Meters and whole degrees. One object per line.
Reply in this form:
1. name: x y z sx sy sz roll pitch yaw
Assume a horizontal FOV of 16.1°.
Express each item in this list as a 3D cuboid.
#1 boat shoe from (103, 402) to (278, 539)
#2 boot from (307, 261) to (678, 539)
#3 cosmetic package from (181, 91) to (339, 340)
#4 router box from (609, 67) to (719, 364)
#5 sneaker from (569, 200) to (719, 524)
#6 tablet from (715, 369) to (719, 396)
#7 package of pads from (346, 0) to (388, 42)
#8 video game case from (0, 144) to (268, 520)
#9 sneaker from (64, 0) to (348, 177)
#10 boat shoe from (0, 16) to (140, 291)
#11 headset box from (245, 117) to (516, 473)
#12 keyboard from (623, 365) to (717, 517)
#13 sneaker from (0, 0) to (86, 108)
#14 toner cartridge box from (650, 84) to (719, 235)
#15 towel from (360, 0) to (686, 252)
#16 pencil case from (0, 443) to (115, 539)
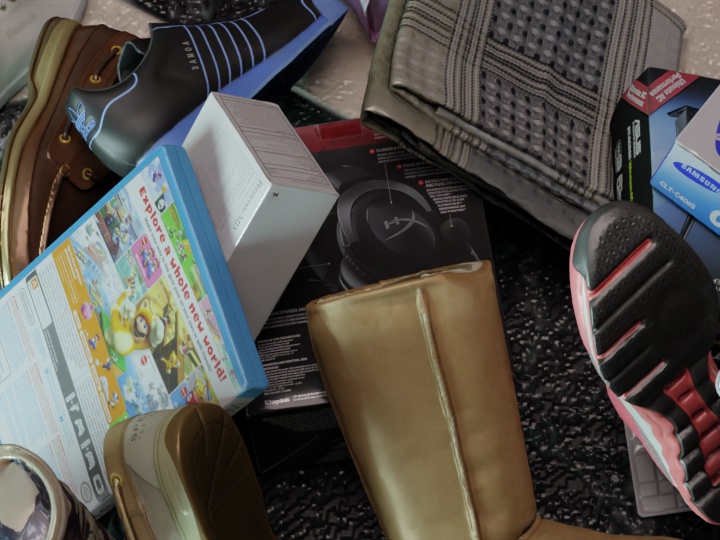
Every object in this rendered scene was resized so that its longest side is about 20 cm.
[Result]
1. boat shoe: -0.079 0.160 1.307 0.066 0.201 0.074 -2 20 34
2. boot: 0.079 0.093 1.318 0.174 0.066 0.201 -14 91 -5
3. cosmetic package: -0.089 0.011 1.368 0.050 0.200 0.083 10 34 -36
4. router box: 0.239 -0.020 1.402 0.199 0.062 0.150 8 60 -13
5. sneaker: 0.143 0.044 1.299 0.074 0.200 0.087 -36 33 -12
6. tablet: 0.280 0.041 1.275 0.200 0.014 0.130 -40 106 -13
7. package of pads: 0.017 -0.243 1.567 0.120 0.076 0.200 -18 60 -18
8. video game case: -0.135 0.045 1.358 0.018 0.200 0.144 2 60 -44
9. sneaker: -0.087 -0.122 1.486 0.078 0.070 0.200 43 49 5
10. boat shoe: -0.166 -0.063 1.485 0.067 0.072 0.201 4 58 9
11. headset box: 0.000 0.000 1.433 0.148 0.077 0.201 -9 59 -2
12. keyboard: 0.170 0.045 1.433 0.056 0.011 0.201 -6 59 1
13. sneaker: -0.225 -0.153 1.536 0.073 0.085 0.200 19 62 17
14. toner cartridge box: 0.248 -0.091 1.383 0.095 0.043 0.200 36 56 7
15. towel: 0.100 -0.117 1.452 0.192 0.035 0.201 30 53 -21
16. pencil case: -0.159 0.157 1.282 0.077 0.200 0.090 -14 64 6
